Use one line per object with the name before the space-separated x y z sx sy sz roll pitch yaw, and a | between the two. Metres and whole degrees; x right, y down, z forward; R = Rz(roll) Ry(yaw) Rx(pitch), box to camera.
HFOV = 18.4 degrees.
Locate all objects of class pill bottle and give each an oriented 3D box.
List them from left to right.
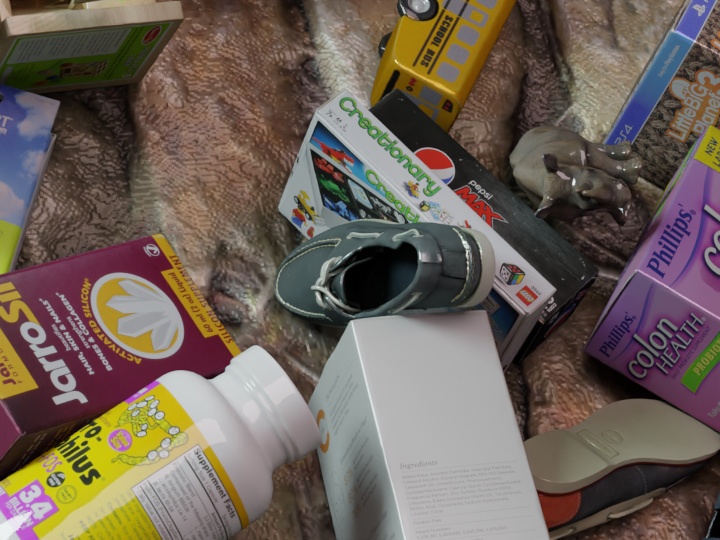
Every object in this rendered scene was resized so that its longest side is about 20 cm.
pill bottle | -0.124 0.128 1.320 0.200 0.104 0.104 -34 73 -14

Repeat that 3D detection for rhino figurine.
rhino figurine | 0.150 -0.064 1.564 0.087 0.200 0.060 11 100 -1

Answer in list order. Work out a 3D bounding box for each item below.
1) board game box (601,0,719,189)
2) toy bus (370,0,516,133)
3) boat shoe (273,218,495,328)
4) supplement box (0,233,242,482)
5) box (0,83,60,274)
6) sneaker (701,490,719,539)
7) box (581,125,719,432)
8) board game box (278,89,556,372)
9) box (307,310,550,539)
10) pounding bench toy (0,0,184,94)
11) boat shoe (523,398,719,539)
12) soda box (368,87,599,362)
board game box | 0.303 -0.113 1.637 0.200 0.160 0.097 29 56 3
toy bus | 0.071 -0.197 1.675 0.078 0.065 0.200 27 56 0
boat shoe | 0.000 0.000 1.460 0.062 0.200 0.073 2 86 -41
supplement box | -0.184 0.060 1.390 0.200 0.086 0.110 -17 66 -49
box | -0.282 -0.039 1.483 0.122 0.048 0.200 16 58 -7
sneaker | 0.261 0.183 1.464 0.079 0.078 0.201 0 83 -14
box | 0.286 0.025 1.570 0.200 0.097 0.176 30 46 4
board game box | 0.034 -0.015 1.517 0.200 0.126 0.035 45 58 12
box | 0.043 0.143 1.424 0.097 0.124 0.200 -4 61 -19
pounding bench toy | -0.200 -0.228 1.512 0.124 0.200 0.156 -8 78 -22
boat shoe | 0.167 0.137 1.499 0.200 0.063 0.071 -12 38 -43
soda box | 0.068 -0.032 1.575 0.200 0.063 0.071 43 57 11
